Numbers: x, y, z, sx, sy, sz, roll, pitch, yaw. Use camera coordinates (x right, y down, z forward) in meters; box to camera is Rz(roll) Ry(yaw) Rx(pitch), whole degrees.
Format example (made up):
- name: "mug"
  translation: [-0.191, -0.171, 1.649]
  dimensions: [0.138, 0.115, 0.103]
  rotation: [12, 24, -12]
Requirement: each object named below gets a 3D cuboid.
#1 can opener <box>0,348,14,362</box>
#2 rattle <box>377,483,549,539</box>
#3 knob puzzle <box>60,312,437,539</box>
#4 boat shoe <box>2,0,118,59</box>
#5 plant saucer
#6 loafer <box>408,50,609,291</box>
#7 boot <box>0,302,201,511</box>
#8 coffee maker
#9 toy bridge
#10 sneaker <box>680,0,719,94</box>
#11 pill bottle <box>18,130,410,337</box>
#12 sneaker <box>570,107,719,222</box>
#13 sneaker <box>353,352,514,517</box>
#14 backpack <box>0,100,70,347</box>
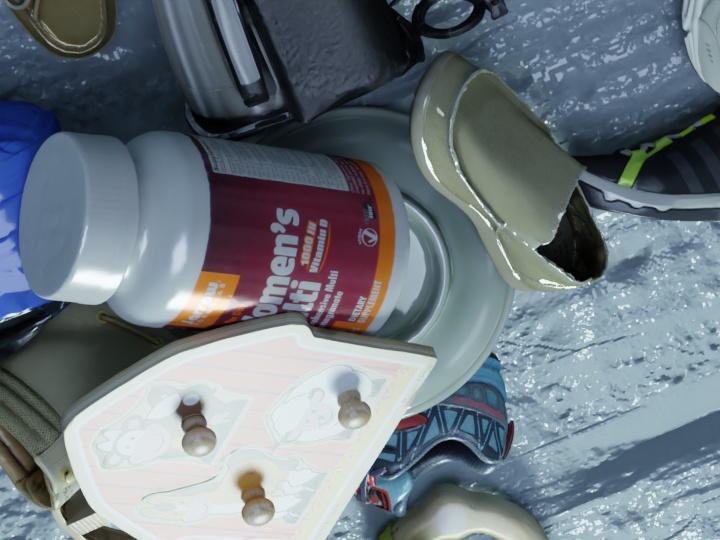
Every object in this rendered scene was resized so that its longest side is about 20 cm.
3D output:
- name: "can opener"
  translation: [-0.187, 0.075, 1.387]
  dimensions: [0.199, 0.053, 0.067]
  rotation: [-13, 120, -2]
- name: "rattle"
  translation: [0.106, 0.244, 1.471]
  dimensions: [0.200, 0.143, 0.130]
  rotation: [42, 87, -18]
- name: "knob puzzle"
  translation: [-0.075, 0.102, 1.238]
  dimensions: [0.219, 0.030, 0.220]
  rotation: [-11, 138, -10]
- name: "boat shoe"
  translation: [-0.191, -0.204, 1.231]
  dimensions: [0.073, 0.063, 0.201]
  rotation: [-15, 119, 1]
- name: "plant saucer"
  translation: [0.000, 0.000, 1.334]
  dimensions: [0.200, 0.050, 0.201]
  rotation: [0, 97, -3]
- name: "loafer"
  translation: [0.094, -0.056, 1.282]
  dimensions: [0.068, 0.076, 0.200]
  rotation: [9, 152, 36]
- name: "boot"
  translation: [-0.127, 0.099, 1.303]
  dimensions: [0.200, 0.155, 0.073]
  rotation: [44, 147, 1]
- name: "coffee maker"
  translation: [-0.047, -0.202, 1.230]
  dimensions: [0.192, 0.135, 0.200]
  rotation: [-31, 122, -18]
- name: "toy bridge"
  translation: [-0.165, 0.149, 1.410]
  dimensions: [0.067, 0.027, 0.200]
  rotation: [-24, 138, 13]
- name: "sneaker"
  translation: [0.255, -0.184, 1.272]
  dimensions: [0.076, 0.092, 0.200]
  rotation: [-5, 123, -33]
- name: "pill bottle"
  translation: [-0.081, -0.019, 1.210]
  dimensions: [0.200, 0.110, 0.110]
  rotation: [6, 119, -32]
- name: "sneaker"
  translation: [0.215, -0.072, 1.365]
  dimensions: [0.199, 0.072, 0.083]
  rotation: [4, 94, -10]
- name: "sneaker"
  translation: [0.002, 0.113, 1.394]
  dimensions: [0.199, 0.096, 0.079]
  rotation: [-14, 161, 0]
- name: "backpack"
  translation: [-0.255, -0.026, 1.263]
  dimensions: [0.200, 0.163, 0.168]
  rotation: [-19, 111, 5]
